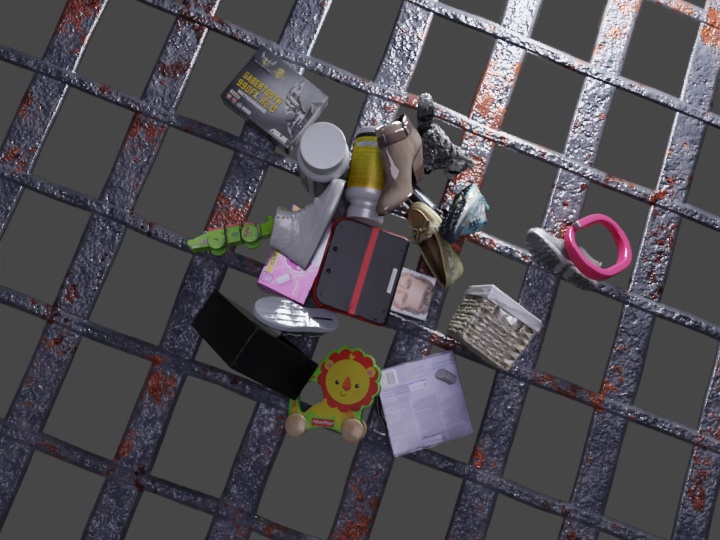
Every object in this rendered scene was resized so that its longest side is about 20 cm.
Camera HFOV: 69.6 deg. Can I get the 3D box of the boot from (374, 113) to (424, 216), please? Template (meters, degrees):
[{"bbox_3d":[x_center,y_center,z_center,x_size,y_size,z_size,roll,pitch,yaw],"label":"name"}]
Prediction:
[{"bbox_3d":[0.067,-0.226,1.075,0.200,0.069,0.148,-50,124,-39],"label":"boot"}]

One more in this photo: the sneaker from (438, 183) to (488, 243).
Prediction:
[{"bbox_3d":[0.242,-0.116,1.147,0.086,0.077,0.201,43,46,-8],"label":"sneaker"}]

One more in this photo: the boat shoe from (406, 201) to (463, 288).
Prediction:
[{"bbox_3d":[0.161,-0.059,1.161,0.062,0.073,0.202,-31,88,-42],"label":"boat shoe"}]

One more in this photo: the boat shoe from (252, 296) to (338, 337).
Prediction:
[{"bbox_3d":[-0.141,0.112,1.097,0.197,0.071,0.073,16,47,-30],"label":"boat shoe"}]

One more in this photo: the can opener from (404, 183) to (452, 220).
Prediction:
[{"bbox_3d":[0.159,-0.150,1.203,0.200,0.053,0.067,46,50,3],"label":"can opener"}]

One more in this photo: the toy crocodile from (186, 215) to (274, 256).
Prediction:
[{"bbox_3d":[-0.283,-0.076,1.147,0.196,0.068,0.063,-12,79,-7],"label":"toy crocodile"}]

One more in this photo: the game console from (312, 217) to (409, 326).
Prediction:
[{"bbox_3d":[0.000,0.000,1.118,0.174,0.031,0.204,18,84,-8],"label":"game console"}]

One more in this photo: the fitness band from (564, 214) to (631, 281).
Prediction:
[{"bbox_3d":[0.543,-0.054,1.178,0.197,0.037,0.146,-18,74,-35],"label":"fitness band"}]

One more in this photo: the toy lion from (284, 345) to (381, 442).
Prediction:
[{"bbox_3d":[-0.054,0.259,1.109,0.195,0.069,0.196,1,77,11],"label":"toy lion"}]

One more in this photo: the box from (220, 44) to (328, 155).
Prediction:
[{"bbox_3d":[-0.197,-0.393,1.199,0.199,0.048,0.159,38,83,1],"label":"box"}]

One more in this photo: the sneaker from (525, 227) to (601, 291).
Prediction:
[{"bbox_3d":[0.470,-0.039,1.202,0.199,0.075,0.083,37,66,-4],"label":"sneaker"}]

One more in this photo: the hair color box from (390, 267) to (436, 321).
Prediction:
[{"bbox_3d":[0.061,0.038,1.160,0.196,0.061,0.102,17,83,-2],"label":"hair color box"}]

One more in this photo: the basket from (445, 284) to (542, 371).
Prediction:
[{"bbox_3d":[0.271,0.119,1.098,0.135,0.200,0.124,36,87,1],"label":"basket"}]

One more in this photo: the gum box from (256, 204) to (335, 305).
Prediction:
[{"bbox_3d":[-0.139,-0.027,1.150,0.112,0.066,0.203,24,82,-2],"label":"gum box"}]

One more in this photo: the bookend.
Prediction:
[{"bbox_3d":[-0.225,0.156,1.098,0.199,0.198,0.093,29,81,44],"label":"bookend"}]

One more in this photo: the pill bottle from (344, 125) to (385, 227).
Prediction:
[{"bbox_3d":[0.026,-0.207,1.160,0.110,0.112,0.204,11,82,-2],"label":"pill bottle"}]

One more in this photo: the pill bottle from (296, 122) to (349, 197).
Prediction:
[{"bbox_3d":[-0.080,-0.233,1.111,0.111,0.200,0.117,1,83,-4],"label":"pill bottle"}]

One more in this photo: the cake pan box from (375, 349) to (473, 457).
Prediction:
[{"bbox_3d":[0.132,0.290,1.141,0.196,0.052,0.188,-15,82,-6],"label":"cake pan box"}]

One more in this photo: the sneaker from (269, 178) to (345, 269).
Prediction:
[{"bbox_3d":[-0.117,-0.117,1.071,0.114,0.074,0.202,29,102,0],"label":"sneaker"}]

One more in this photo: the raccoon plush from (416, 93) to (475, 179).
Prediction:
[{"bbox_3d":[0.195,-0.291,1.156,0.131,0.202,0.098,-7,51,-5],"label":"raccoon plush"}]
